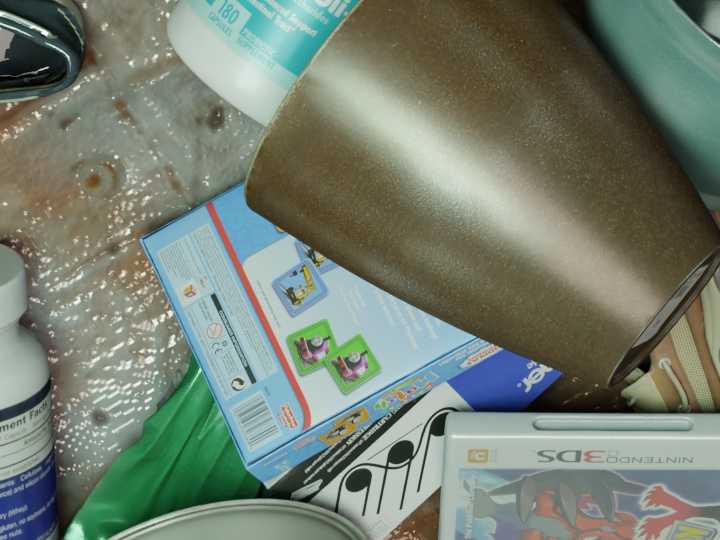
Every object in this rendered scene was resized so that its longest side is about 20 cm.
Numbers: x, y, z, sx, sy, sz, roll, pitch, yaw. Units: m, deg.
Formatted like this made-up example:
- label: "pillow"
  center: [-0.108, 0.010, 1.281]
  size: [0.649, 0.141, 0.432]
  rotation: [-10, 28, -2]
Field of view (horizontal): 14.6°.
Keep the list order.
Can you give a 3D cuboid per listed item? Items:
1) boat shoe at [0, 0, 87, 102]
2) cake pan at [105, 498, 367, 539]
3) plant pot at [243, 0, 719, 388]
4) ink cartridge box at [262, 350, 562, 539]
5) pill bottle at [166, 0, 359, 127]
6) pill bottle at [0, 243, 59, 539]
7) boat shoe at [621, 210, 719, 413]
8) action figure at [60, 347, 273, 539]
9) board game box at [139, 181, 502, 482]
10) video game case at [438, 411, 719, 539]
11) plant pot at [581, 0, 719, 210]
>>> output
- label: "boat shoe"
  center: [-0.244, -0.121, 1.466]
  size: [0.199, 0.062, 0.075]
  rotation: [9, 113, -9]
- label: "cake pan"
  center: [-0.084, 0.198, 1.545]
  size: [0.200, 0.037, 0.201]
  rotation: [-12, 143, -9]
- label: "plant pot"
  center: [0.077, -0.041, 1.391]
  size: [0.200, 0.187, 0.187]
  rotation: [40, 104, 12]
- label: "ink cartridge box"
  center: [0.038, 0.064, 1.549]
  size: [0.200, 0.044, 0.094]
  rotation: [-43, 134, 2]
- label: "pill bottle"
  center: [-0.004, -0.172, 1.448]
  size: [0.111, 0.111, 0.200]
  rotation: [32, 104, -17]
- label: "pill bottle"
  center: [-0.224, 0.091, 1.523]
  size: [0.115, 0.116, 0.201]
  rotation: [-2, 111, -5]
- label: "boat shoe"
  center: [0.180, 0.053, 1.577]
  size: [0.072, 0.076, 0.201]
  rotation: [-9, 114, 5]
- label: "action figure"
  center: [-0.081, 0.091, 1.572]
  size: [0.118, 0.055, 0.200]
  rotation: [21, 106, -12]
- label: "board game box"
  center: [0.000, 0.000, 1.504]
  size: [0.200, 0.152, 0.037]
  rotation: [-29, 155, 6]
- label: "video game case"
  center: [0.135, 0.153, 1.587]
  size: [0.182, 0.023, 0.200]
  rotation: [0, 136, -1]
- label: "plant pot"
  center: [0.196, -0.117, 1.464]
  size: [0.200, 0.201, 0.134]
  rotation: [20, 135, -13]
